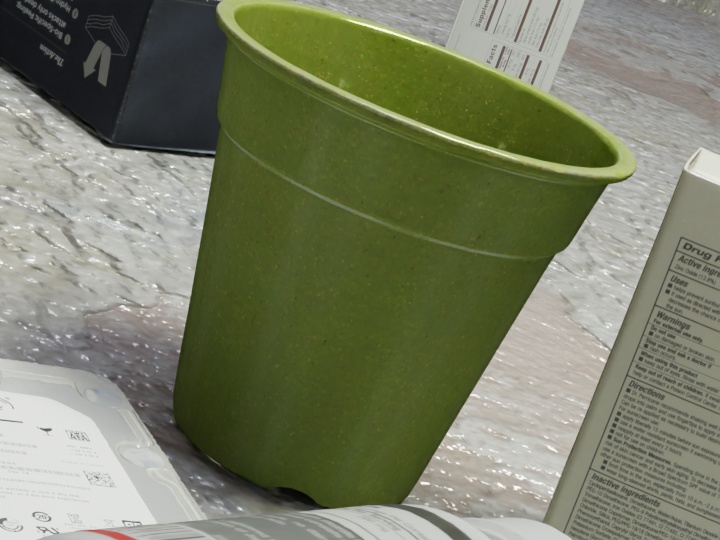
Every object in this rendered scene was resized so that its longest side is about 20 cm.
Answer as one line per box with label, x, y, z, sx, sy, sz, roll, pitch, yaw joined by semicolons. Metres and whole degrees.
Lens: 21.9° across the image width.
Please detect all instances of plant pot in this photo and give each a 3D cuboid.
plant pot;0.000;0.000;0.854;0.199;0.191;0.200;18;17;-6

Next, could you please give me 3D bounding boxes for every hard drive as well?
hard drive;-0.128;0.089;0.692;0.139;0.038;0.200;11;18;-31

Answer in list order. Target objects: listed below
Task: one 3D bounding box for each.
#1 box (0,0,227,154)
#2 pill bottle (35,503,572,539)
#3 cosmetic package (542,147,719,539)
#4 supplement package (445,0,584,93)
box;-0.157;-0.213;1.314;0.117;0.201;0.196;2;25;-45
pill bottle;-0.013;0.130;0.564;0.199;0.114;0.114;3;24;-46
cosmetic package;0.161;0.057;0.849;0.105;0.201;0.071;24;17;9
supplement package;0.151;-0.240;1.846;0.110;0.156;0.200;21;17;2
